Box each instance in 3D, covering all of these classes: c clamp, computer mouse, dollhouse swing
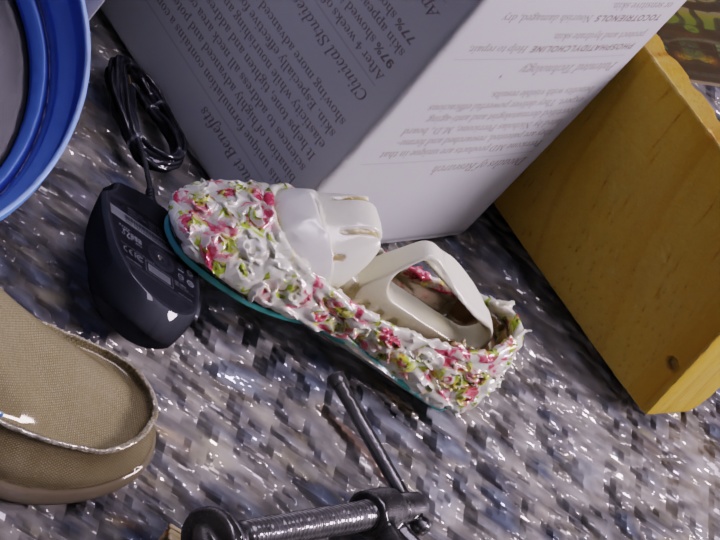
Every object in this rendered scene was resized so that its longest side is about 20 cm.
[{"bbox_3d":[-0.012,0.126,1.191,0.171,0.027,0.200,53,25,13],"label":"c clamp"},{"bbox_3d":[-0.104,-0.031,1.286,0.059,0.034,0.200,37,25,-27],"label":"computer mouse"},{"bbox_3d":[0.171,-0.052,1.494,0.175,0.182,0.200,-16,64,-43],"label":"dollhouse swing"}]

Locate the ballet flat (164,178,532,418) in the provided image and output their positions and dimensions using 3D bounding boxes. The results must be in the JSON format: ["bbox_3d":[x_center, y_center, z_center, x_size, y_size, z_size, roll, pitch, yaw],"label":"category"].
[{"bbox_3d":[0.000,0.000,1.298,0.200,0.064,0.076,30,34,-38],"label":"ballet flat"}]

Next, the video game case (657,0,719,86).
[{"bbox_3d":[0.130,-0.156,1.497,0.182,0.199,0.023,51,55,-52],"label":"video game case"}]

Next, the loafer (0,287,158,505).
[{"bbox_3d":[-0.156,0.035,1.111,0.200,0.067,0.076,18,40,-35],"label":"loafer"}]

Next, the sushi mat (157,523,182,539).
[{"bbox_3d":[-0.005,0.185,1.154,0.200,0.012,0.096,34,32,-16],"label":"sushi mat"}]

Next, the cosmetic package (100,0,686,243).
[{"bbox_3d":[0.016,-0.136,1.372,0.166,0.200,0.168,-8,58,-50],"label":"cosmetic package"}]

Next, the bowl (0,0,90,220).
[{"bbox_3d":[-0.209,-0.097,1.162,0.200,0.039,0.201,10,67,-24],"label":"bowl"}]

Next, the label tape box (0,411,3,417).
[{"bbox_3d":[-0.182,0.138,0.837,0.066,0.200,0.143,50,33,9],"label":"label tape box"}]

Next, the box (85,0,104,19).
[{"bbox_3d":[-0.129,-0.199,1.309,0.097,0.177,0.200,35,32,-12],"label":"box"}]
